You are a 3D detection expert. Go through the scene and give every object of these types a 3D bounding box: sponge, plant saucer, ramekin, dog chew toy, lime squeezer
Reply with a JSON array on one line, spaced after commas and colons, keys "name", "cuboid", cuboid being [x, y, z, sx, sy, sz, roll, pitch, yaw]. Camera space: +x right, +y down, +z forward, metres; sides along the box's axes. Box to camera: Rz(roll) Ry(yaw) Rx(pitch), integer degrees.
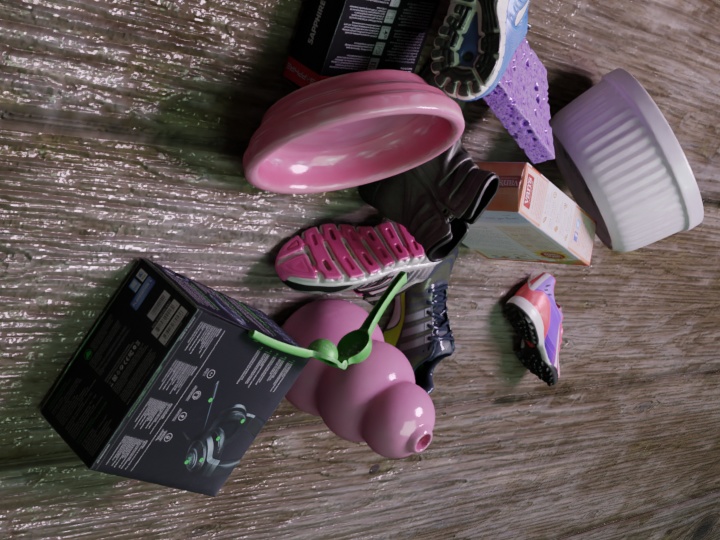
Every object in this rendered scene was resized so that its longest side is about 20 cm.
[{"name": "sponge", "cuboid": [0.148, -0.202, 1.179, 0.200, 0.030, 0.113, 40, 44, -55]}, {"name": "plant saucer", "cuboid": [-0.009, -0.124, 1.036, 0.199, 0.051, 0.201, -13, 169, -3]}, {"name": "ramekin", "cuboid": [0.294, -0.116, 1.334, 0.104, 0.201, 0.200, -28, 144, 4]}, {"name": "dog chew toy", "cuboid": [-0.001, 0.116, 1.199, 0.124, 0.200, 0.125, -29, 138, -29]}, {"name": "lime squeezer", "cuboid": [-0.022, 0.063, 1.116, 0.199, 0.038, 0.071, -19, 128, -40]}]

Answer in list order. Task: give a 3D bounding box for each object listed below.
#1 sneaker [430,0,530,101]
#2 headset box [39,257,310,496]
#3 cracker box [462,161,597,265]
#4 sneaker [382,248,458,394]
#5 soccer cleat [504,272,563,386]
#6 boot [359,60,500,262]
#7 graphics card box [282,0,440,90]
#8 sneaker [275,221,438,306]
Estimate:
[{"name": "sneaker", "cuboid": [0.115, -0.247, 1.039, 0.089, 0.078, 0.202, 7, 101, -75]}, {"name": "headset box", "cuboid": [-0.164, 0.107, 1.101, 0.175, 0.093, 0.200, -56, 145, 4]}, {"name": "cracker box", "cuboid": [0.158, -0.061, 1.273, 0.200, 0.133, 0.058, 26, 72, -55]}, {"name": "sneaker", "cuboid": [0.080, 0.056, 1.339, 0.074, 0.081, 0.201, -14, 130, -41]}, {"name": "soccer cleat", "cuboid": [0.246, 0.083, 1.565, 0.073, 0.068, 0.201, -45, 142, -16]}, {"name": "boot", "cuboid": [0.095, -0.116, 1.163, 0.068, 0.130, 0.201, 16, 108, -53]}, {"name": "graphics card box", "cuboid": [0.017, -0.249, 1.030, 0.125, 0.051, 0.201, -7, 126, -46]}, {"name": "sneaker", "cuboid": [0.000, 0.000, 1.206, 0.199, 0.074, 0.088, -12, 146, -30]}]
